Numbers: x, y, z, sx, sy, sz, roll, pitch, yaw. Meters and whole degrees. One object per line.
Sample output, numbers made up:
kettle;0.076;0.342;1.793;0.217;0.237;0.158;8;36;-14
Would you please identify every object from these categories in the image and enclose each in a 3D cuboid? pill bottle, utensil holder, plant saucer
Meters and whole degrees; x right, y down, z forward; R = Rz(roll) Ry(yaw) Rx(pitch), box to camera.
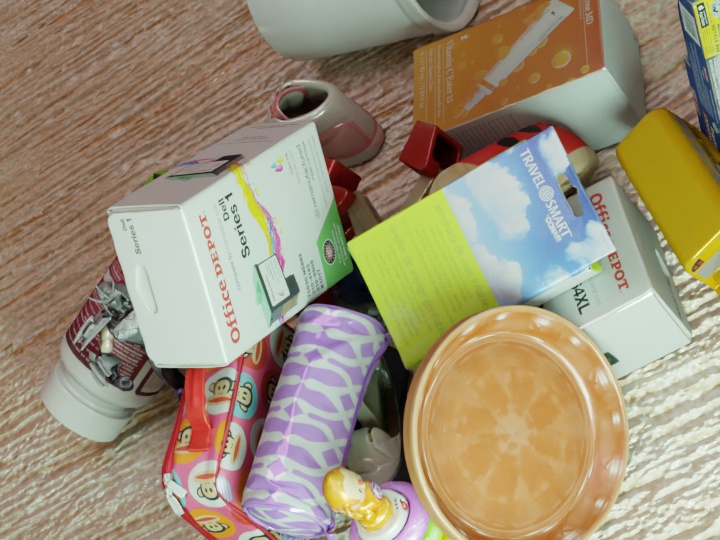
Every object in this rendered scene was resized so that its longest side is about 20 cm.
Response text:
pill bottle;-0.226;0.063;1.710;0.200;0.109;0.110;-54;39;16
utensil holder;0.000;-0.314;1.827;0.199;0.170;0.170;-9;52;35
plant saucer;0.120;0.128;1.361;0.032;0.200;0.201;-12;46;61

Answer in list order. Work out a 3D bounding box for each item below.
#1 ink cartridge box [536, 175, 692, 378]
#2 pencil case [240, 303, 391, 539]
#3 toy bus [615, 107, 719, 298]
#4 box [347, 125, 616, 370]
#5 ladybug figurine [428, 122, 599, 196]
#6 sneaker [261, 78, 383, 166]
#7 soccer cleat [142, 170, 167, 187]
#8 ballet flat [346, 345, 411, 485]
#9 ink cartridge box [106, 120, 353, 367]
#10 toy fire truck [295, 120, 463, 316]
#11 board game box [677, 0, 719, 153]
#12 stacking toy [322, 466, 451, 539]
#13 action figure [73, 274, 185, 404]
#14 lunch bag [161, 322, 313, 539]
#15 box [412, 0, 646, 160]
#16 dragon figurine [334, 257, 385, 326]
ink cartridge box;0.161;0.032;1.480;0.200;0.084;0.146;-30;43;17
pencil case;-0.036;0.128;1.463;0.085;0.084;0.201;9;69;15
toy bus;0.287;-0.045;1.438;0.065;0.078;0.200;-47;39;22
box;0.102;-0.017;1.427;0.200;0.048;0.122;-30;76;16
ladybug figurine;0.130;-0.078;1.540;0.200;0.072;0.136;-28;-1;-43
sneaker;-0.084;-0.144;1.802;0.200;0.105;0.076;-12;52;32
soccer cleat;-0.161;-0.021;1.793;0.067;0.081;0.200;-40;61;23
ballet flat;0.010;0.142;1.523;0.073;0.073;0.200;-22;46;23
ink cartridge box;-0.106;-0.024;1.473;0.084;0.145;0.200;-1;23;35
toy fire truck;-0.001;-0.044;1.595;0.141;0.049;0.201;16;80;41
board game box;0.371;-0.204;1.457;0.199;0.200;0.062;-26;44;-1
stacking toy;0.031;0.205;1.355;0.110;0.200;0.116;-27;43;18
action figure;-0.179;0.073;1.626;0.130;0.200;0.069;-37;29;12
lunch bag;-0.099;0.139;1.529;0.082;0.176;0.201;-11;51;31
box;0.157;-0.169;1.637;0.199;0.097;0.125;-20;47;25
dragon figurine;0.000;0.000;1.652;0.099;0.059;0.200;-32;44;13
